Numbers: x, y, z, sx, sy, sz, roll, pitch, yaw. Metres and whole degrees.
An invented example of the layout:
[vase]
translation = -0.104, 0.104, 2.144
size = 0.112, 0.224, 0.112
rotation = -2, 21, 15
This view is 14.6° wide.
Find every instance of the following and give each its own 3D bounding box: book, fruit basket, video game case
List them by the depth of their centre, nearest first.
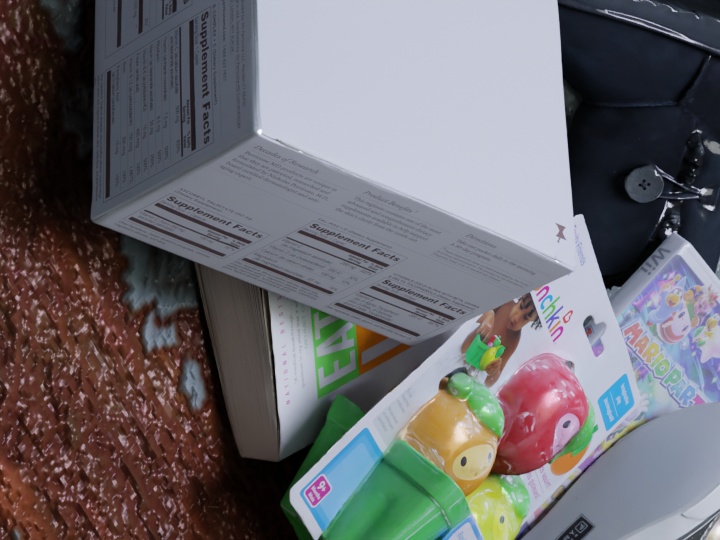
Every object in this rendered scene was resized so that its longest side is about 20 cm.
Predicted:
[fruit basket]
translation = 0.063, 0.092, 1.392
size = 0.200, 0.094, 0.185
rotation = -39, 145, -11
[book]
translation = 0.000, 0.000, 1.410
size = 0.200, 0.048, 0.134
rotation = -27, 115, -49
[video game case]
translation = 0.137, 0.093, 1.525
size = 0.200, 0.018, 0.143
rotation = -47, 131, -4

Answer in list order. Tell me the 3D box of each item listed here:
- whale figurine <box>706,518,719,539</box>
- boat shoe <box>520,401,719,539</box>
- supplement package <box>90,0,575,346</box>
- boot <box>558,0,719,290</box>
[whale figurine]
translation = 0.197, 0.189, 1.631
size = 0.200, 0.104, 0.159
rotation = -40, 125, -13
[boat shoe]
translation = 0.138, 0.150, 1.505
size = 0.200, 0.071, 0.064
rotation = -39, 130, 1
[supplement package]
translation = -0.011, -0.079, 1.279
size = 0.200, 0.111, 0.156
rotation = 22, 55, -40
[boot]
translation = 0.120, -0.079, 1.507
size = 0.076, 0.199, 0.169
rotation = -95, -157, -68
